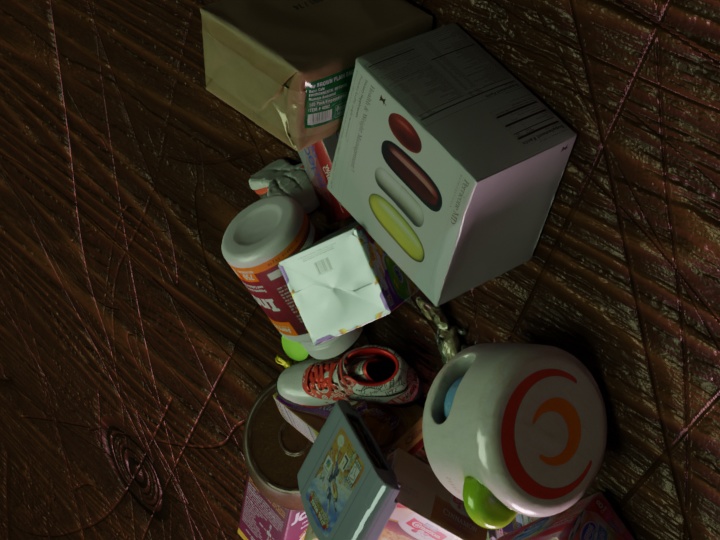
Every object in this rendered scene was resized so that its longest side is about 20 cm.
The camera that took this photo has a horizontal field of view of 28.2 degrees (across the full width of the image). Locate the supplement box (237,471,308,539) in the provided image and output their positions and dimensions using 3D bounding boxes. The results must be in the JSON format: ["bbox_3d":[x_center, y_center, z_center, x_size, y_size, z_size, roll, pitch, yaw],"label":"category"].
[{"bbox_3d":[-0.096,0.338,2.126,0.103,0.130,0.201,44,144,27],"label":"supplement box"}]

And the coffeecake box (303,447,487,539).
[{"bbox_3d":[0.046,0.322,1.811,0.153,0.074,0.200,32,139,-18],"label":"coffeecake box"}]

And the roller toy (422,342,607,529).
[{"bbox_3d":[0.167,0.171,1.572,0.139,0.198,0.185,-2,99,57],"label":"roller toy"}]

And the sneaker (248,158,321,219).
[{"bbox_3d":[-0.080,-0.090,1.854,0.082,0.077,0.200,62,171,-21],"label":"sneaker"}]

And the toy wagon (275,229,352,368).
[{"bbox_3d":[-0.067,0.046,1.908,0.154,0.039,0.202,32,124,21],"label":"toy wagon"}]

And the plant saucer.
[{"bbox_3d":[-0.084,0.232,1.999,0.200,0.200,0.034,47,-172,25],"label":"plant saucer"}]

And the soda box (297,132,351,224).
[{"bbox_3d":[-0.038,-0.164,1.745,0.063,0.070,0.202,-20,95,57],"label":"soda box"}]

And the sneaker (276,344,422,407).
[{"bbox_3d":[-0.026,0.132,1.832,0.199,0.068,0.108,2,158,18],"label":"sneaker"}]

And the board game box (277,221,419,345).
[{"bbox_3d":[0.000,0.000,1.663,0.104,0.200,0.104,-23,94,20],"label":"board game box"}]

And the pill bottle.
[{"bbox_3d":[-0.078,0.014,1.768,0.112,0.113,0.201,18,150,49],"label":"pill bottle"}]

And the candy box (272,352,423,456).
[{"bbox_3d":[-0.010,0.192,1.901,0.199,0.116,0.057,35,156,39],"label":"candy box"}]

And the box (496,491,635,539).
[{"bbox_3d":[0.218,0.347,1.658,0.095,0.102,0.200,55,139,2],"label":"box"}]

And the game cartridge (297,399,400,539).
[{"bbox_3d":[-0.019,0.264,1.753,0.134,0.041,0.200,-59,29,13],"label":"game cartridge"}]

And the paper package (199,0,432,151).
[{"bbox_3d":[-0.050,-0.244,1.585,0.190,0.199,0.104,35,139,37],"label":"paper package"}]

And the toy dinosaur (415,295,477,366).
[{"bbox_3d":[0.122,0.120,1.732,0.088,0.047,0.202,19,128,67],"label":"toy dinosaur"}]

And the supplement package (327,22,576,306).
[{"bbox_3d":[0.090,-0.113,1.519,0.200,0.146,0.192,47,144,28],"label":"supplement package"}]

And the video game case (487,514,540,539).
[{"bbox_3d":[0.207,0.345,1.785,0.181,0.023,0.202,18,127,50],"label":"video game case"}]
